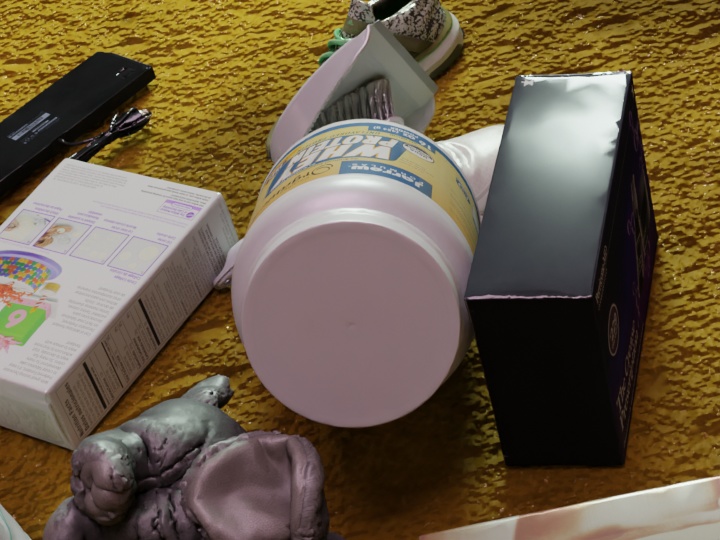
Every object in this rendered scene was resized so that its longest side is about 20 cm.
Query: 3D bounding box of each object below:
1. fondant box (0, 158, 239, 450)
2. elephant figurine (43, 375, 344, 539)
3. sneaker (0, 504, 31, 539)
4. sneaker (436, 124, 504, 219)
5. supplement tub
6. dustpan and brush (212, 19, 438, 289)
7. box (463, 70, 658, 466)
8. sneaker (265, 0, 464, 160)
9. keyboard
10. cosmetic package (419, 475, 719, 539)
[{"bbox_3d":[-0.196,0.017,1.412,0.144,0.058,0.200,14,49,33],"label":"fondant box"},{"bbox_3d":[-0.060,0.159,1.150,0.200,0.141,0.155,20,95,27],"label":"elephant figurine"},{"bbox_3d":[-0.261,0.140,1.281,0.070,0.080,0.200,-42,44,-23],"label":"sneaker"},{"bbox_3d":[0.024,-0.051,1.389,0.200,0.081,0.075,-28,39,-13],"label":"sneaker"},{"bbox_3d":[0.000,0.000,1.243,0.145,0.145,0.200,-13,17,7],"label":"supplement tub"},{"bbox_3d":[-0.032,-0.066,1.417,0.200,0.140,0.057,-37,64,7],"label":"dustpan and brush"},{"bbox_3d":[0.124,-0.003,1.248,0.079,0.141,0.200,-3,43,18],"label":"box"},{"bbox_3d":[-0.007,-0.153,1.509,0.077,0.089,0.200,18,52,35],"label":"sneaker"},{"bbox_3d":[-0.233,-0.097,1.588,0.200,0.021,0.127,-41,39,-23],"label":"keyboard"},{"bbox_3d":[0.138,0.176,1.069,0.200,0.103,0.087,-11,41,7],"label":"cosmetic package"}]
